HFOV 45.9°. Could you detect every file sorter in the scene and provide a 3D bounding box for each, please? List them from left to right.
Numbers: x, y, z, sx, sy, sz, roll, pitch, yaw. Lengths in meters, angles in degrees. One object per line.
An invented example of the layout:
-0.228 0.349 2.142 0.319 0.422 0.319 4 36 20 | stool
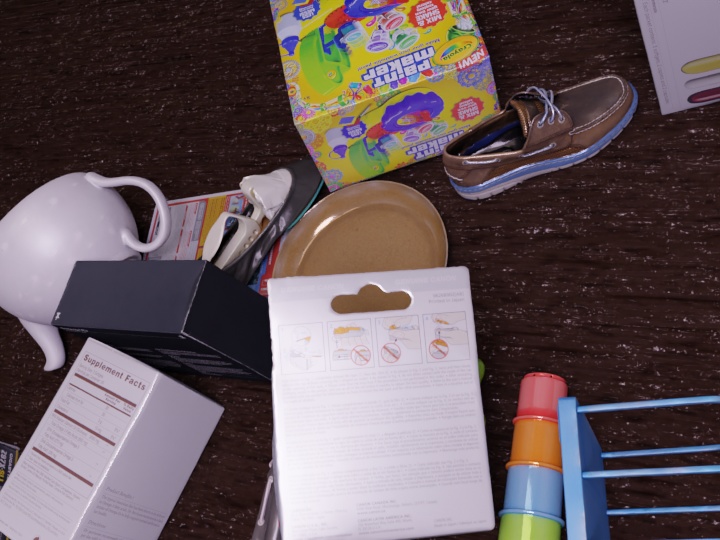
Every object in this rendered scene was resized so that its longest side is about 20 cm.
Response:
0.214 0.201 0.590 0.122 0.139 0.201 -8 61 21 | file sorter

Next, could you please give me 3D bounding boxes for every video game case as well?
-0.169 -0.026 0.989 0.199 0.017 0.143 -6 62 26 | video game case

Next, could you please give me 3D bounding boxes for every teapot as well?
-0.322 -0.007 0.979 0.146 0.200 0.197 43 63 4 | teapot

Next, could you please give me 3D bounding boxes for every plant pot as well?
0.000 0.000 0.879 0.199 0.027 0.201 -12 59 21 | plant pot

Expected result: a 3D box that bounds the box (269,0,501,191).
0.027 -0.219 0.907 0.199 0.122 0.193 -18 57 7 | box

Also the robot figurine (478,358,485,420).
0.028 0.149 0.728 0.175 0.116 0.200 35 82 5 | robot figurine

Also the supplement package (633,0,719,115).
0.299 -0.267 0.754 0.111 0.200 0.156 -12 60 23 | supplement package

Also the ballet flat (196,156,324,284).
-0.112 -0.055 0.917 0.068 0.068 0.200 25 77 44 | ballet flat

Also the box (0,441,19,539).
-0.468 0.306 0.951 0.159 0.049 0.201 -17 57 16 | box

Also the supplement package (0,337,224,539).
-0.251 0.191 0.854 0.117 0.117 0.200 17 73 34 | supplement package

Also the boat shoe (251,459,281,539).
-0.074 0.219 0.777 0.057 0.067 0.201 2 69 24 | boat shoe

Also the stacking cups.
0.136 0.182 0.691 0.060 0.061 0.201 -5 61 26 | stacking cups

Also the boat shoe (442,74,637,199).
0.174 -0.137 0.831 0.200 0.072 0.072 -29 55 11 | boat shoe

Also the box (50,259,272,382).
-0.190 0.050 0.865 0.199 0.141 0.079 0 68 36 | box

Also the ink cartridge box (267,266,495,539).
0.011 0.103 0.653 0.162 0.050 0.201 -4 79 -6 | ink cartridge box
